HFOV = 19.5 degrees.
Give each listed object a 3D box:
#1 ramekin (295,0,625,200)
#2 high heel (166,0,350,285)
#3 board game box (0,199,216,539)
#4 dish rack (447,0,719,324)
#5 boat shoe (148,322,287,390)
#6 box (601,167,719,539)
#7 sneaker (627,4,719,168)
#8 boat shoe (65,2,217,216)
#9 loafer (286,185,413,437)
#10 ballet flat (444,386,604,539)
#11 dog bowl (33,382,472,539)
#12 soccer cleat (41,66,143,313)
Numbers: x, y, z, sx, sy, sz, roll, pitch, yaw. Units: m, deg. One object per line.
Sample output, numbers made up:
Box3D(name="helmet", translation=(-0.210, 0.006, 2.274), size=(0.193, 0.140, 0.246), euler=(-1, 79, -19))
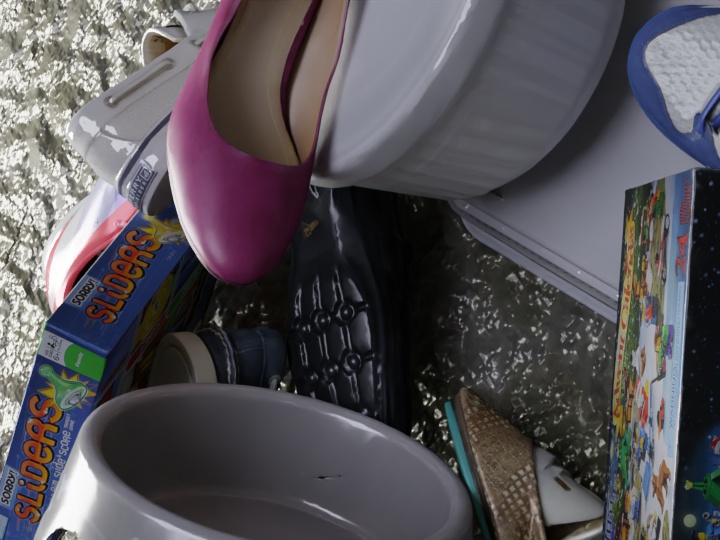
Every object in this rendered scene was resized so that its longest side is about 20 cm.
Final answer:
Box3D(name="ramekin", translation=(0.038, -0.126, 0.964), size=(0.202, 0.094, 0.204), euler=(-32, 49, 46))
Box3D(name="high heel", translation=(-0.035, -0.094, 0.902), size=(0.096, 0.067, 0.201), euler=(132, 146, -50))
Box3D(name="board game box", translation=(-0.116, 0.034, 1.046), size=(0.034, 0.200, 0.136), euler=(24, 123, 5))
Box3D(name="dish rack", translation=(0.124, -0.066, 0.962), size=(0.200, 0.043, 0.173), euler=(33, 103, 43))
Box3D(name="boat shoe", translation=(-0.080, 0.106, 1.073), size=(0.075, 0.061, 0.201), euler=(53, 142, 43))
Box3D(name="box", translation=(0.127, 0.065, 0.828), size=(0.137, 0.037, 0.202), euler=(159, 115, -86))
Box3D(name="sneaker", translation=(0.185, -0.051, 0.836), size=(0.199, 0.088, 0.076), euler=(35, 104, 24))
Box3D(name="boat shoe", translation=(-0.076, -0.105, 1.061), size=(0.070, 0.200, 0.071), euler=(36, 139, 7))
Box3D(name="loafer", translation=(0.000, 0.000, 1.041), size=(0.068, 0.070, 0.202), euler=(-23, 70, 40))
Box3D(name="ballet flat", translation=(0.090, 0.140, 0.938), size=(0.065, 0.071, 0.202), euler=(-18, 68, 9))
Box3D(name="dog bowl", translation=(-0.041, 0.110, 0.918), size=(0.200, 0.199, 0.059), euler=(30, 115, 43))
Box3D(name="soccer cleat", translation=(-0.111, -0.046, 1.147), size=(0.201, 0.068, 0.073), euler=(-54, 29, 24))
